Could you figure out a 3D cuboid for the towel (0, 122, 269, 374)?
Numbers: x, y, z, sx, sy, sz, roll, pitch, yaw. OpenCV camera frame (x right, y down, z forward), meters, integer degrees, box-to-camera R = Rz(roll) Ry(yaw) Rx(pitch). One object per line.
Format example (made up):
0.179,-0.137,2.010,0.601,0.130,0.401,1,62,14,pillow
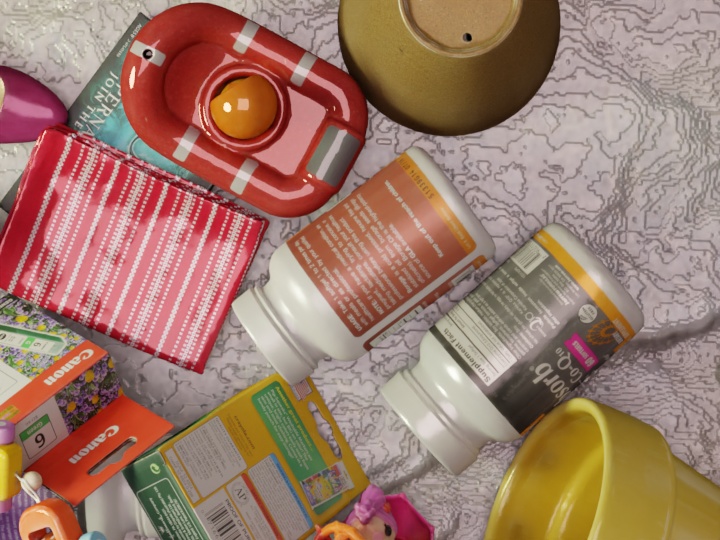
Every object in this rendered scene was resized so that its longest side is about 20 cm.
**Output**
-0.192,-0.017,1.500,0.200,0.022,0.145,24,94,-7,towel

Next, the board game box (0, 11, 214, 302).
-0.186,-0.093,1.524,0.135,0.028,0.200,36,92,0,board game box

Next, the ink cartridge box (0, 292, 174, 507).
-0.251,0.098,1.443,0.109,0.200,0.050,-39,135,-28,ink cartridge box

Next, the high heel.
-0.339,-0.145,1.482,0.199,0.096,0.068,11,90,6,high heel

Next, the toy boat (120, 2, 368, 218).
-0.092,-0.129,1.443,0.200,0.131,0.131,28,90,-3,toy boat

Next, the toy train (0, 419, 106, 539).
-0.292,0.197,1.383,0.200,0.056,0.151,-16,94,29,toy train

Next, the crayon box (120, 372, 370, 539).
-0.088,0.167,1.477,0.052,0.200,0.126,-29,91,37,crayon box

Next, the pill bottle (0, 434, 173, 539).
-0.248,0.176,1.491,0.199,0.111,0.112,-1,92,1,pill bottle

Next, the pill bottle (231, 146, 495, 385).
0.000,0.000,1.484,0.200,0.112,0.112,-37,91,1,pill bottle

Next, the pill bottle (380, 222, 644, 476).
0.120,0.065,1.483,0.200,0.116,0.116,-42,91,2,pill bottle

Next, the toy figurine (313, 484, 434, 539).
-0.009,0.243,1.459,0.150,0.184,0.200,11,137,22,toy figurine

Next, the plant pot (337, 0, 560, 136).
0.075,-0.202,1.435,0.186,0.200,0.187,0,92,-1,plant pot

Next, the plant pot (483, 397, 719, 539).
0.222,0.224,1.457,0.188,0.201,0.201,22,92,-15,plant pot
